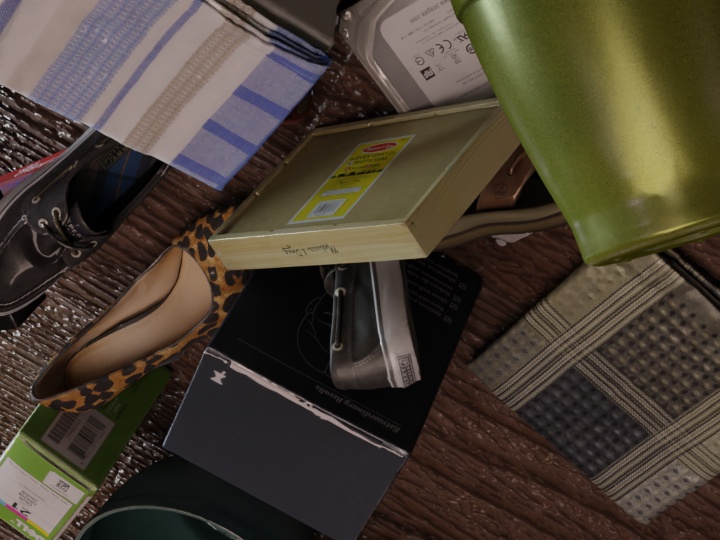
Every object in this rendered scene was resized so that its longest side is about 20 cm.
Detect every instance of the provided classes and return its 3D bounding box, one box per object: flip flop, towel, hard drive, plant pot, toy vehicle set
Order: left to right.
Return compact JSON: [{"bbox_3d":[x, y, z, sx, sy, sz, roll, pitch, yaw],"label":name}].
[{"bbox_3d":[-0.134,-0.128,0.970,0.199,0.024,0.147,26,134,-23],"label":"towel"},{"bbox_3d":[-0.118,0.224,1.317,0.199,0.134,0.201,10,127,14],"label":"plant pot"},{"bbox_3d":[0.002,-0.053,1.033,0.199,0.124,0.027,-3,128,50],"label":"toy vehicle set"},{"bbox_3d":[0.092,-0.122,1.048,0.139,0.038,0.200,-25,113,34],"label":"hard drive"},{"bbox_3d":[0.105,-0.061,1.022,0.199,0.081,0.058,-12,105,35],"label":"flip flop"},{"bbox_3d":[0.203,0.075,1.156,0.192,0.035,0.200,42,131,-7],"label":"towel"},{"bbox_3d":[0.157,-0.110,0.876,0.200,0.200,0.194,-19,84,31],"label":"plant pot"}]

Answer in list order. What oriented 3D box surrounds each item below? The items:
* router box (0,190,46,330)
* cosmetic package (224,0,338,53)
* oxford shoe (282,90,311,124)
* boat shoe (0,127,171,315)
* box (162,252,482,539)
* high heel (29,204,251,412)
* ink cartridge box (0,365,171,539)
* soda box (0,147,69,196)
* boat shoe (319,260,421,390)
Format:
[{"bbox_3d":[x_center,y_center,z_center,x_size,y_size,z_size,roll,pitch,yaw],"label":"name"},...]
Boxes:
[{"bbox_3d":[-0.334,-0.046,1.174,0.148,0.051,0.201,-5,119,24],"label":"router box"},{"bbox_3d":[-0.112,-0.197,0.991,0.199,0.113,0.081,30,132,-24],"label":"cosmetic package"},{"bbox_3d":[-0.126,-0.134,1.073,0.199,0.071,0.075,14,158,-33],"label":"oxford shoe"},{"bbox_3d":[-0.195,-0.042,1.128,0.200,0.066,0.070,-43,118,-7],"label":"boat shoe"},{"bbox_3d":[-0.022,0.062,1.120,0.148,0.200,0.107,29,129,0],"label":"box"},{"bbox_3d":[-0.159,0.032,1.186,0.072,0.142,0.200,51,133,16],"label":"high heel"},{"bbox_3d":[-0.252,0.160,1.315,0.076,0.148,0.200,37,129,-6],"label":"ink cartridge box"},{"bbox_3d":[-0.278,-0.030,1.238,0.199,0.070,0.064,-17,114,31],"label":"soda box"},{"bbox_3d":[0.000,0.000,1.065,0.056,0.201,0.069,-12,130,4],"label":"boat shoe"}]
